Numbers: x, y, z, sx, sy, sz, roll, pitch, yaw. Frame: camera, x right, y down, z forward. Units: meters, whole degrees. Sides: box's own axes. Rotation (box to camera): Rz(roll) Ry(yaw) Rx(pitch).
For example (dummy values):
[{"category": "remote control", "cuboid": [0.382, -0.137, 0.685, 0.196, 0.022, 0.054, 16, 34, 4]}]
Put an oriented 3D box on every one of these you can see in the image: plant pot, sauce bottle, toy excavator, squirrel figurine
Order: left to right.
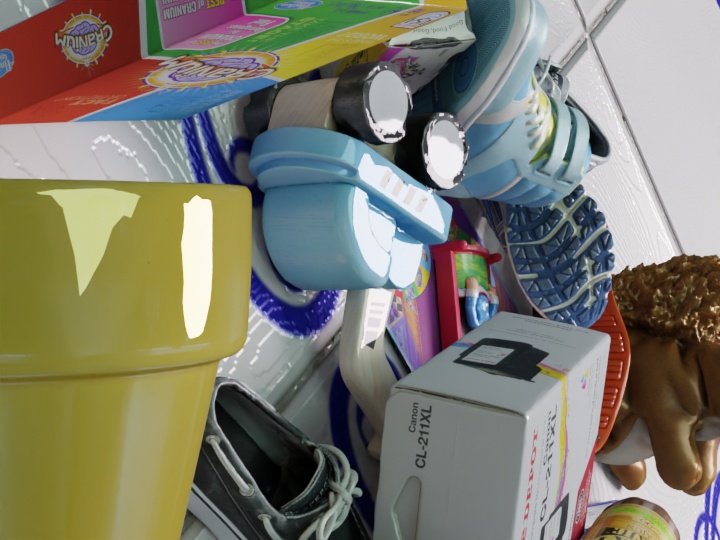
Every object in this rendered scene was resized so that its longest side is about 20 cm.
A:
[{"category": "plant pot", "cuboid": [-0.141, 0.060, 0.536, 0.200, 0.199, 0.191, -3, 94, -55]}, {"category": "toy excavator", "cuboid": [0.000, 0.000, 0.852, 0.194, 0.099, 0.202, 32, 66, -46]}, {"category": "sauce bottle", "cuboid": [0.155, 0.206, 0.879, 0.200, 0.064, 0.065, -31, 103, -63]}, {"category": "squirrel figurine", "cuboid": [0.255, 0.073, 1.084, 0.141, 0.185, 0.202, 25, 57, -48]}]

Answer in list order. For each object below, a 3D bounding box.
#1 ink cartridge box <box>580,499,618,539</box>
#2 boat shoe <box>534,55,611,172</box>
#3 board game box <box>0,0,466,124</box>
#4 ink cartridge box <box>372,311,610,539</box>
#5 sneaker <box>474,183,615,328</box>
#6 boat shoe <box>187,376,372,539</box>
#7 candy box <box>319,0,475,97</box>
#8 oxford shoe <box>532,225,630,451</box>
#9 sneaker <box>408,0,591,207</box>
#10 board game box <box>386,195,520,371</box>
[{"category": "ink cartridge box", "cuboid": [0.202, 0.247, 0.996, 0.197, 0.044, 0.200, 5, 29, -50]}, {"category": "boat shoe", "cuboid": [0.134, -0.140, 1.097, 0.201, 0.071, 0.071, 39, 48, -41]}, {"category": "board game box", "cuboid": [-0.070, -0.119, 0.685, 0.152, 0.199, 0.041, -11, 87, -55]}, {"category": "ink cartridge box", "cuboid": [0.083, 0.122, 0.846, 0.200, 0.082, 0.147, -25, 123, -65]}, {"category": "sneaker", "cuboid": [0.125, -0.048, 1.027, 0.085, 0.076, 0.202, 102, -34, -81]}, {"category": "boat shoe", "cuboid": [-0.036, 0.122, 0.755, 0.200, 0.068, 0.074, 52, 40, -30]}, {"category": "candy box", "cuboid": [0.005, -0.216, 0.883, 0.060, 0.136, 0.202, -8, 81, -19]}, {"category": "oxford shoe", "cuboid": [0.163, 0.051, 1.055, 0.073, 0.070, 0.202, 96, -1, -65]}, {"category": "sneaker", "cuboid": [0.108, -0.109, 0.903, 0.129, 0.200, 0.080, 8, 64, -15]}, {"category": "board game box", "cuboid": [0.087, 0.036, 0.988, 0.201, 0.039, 0.158, 60, 37, -21]}]
